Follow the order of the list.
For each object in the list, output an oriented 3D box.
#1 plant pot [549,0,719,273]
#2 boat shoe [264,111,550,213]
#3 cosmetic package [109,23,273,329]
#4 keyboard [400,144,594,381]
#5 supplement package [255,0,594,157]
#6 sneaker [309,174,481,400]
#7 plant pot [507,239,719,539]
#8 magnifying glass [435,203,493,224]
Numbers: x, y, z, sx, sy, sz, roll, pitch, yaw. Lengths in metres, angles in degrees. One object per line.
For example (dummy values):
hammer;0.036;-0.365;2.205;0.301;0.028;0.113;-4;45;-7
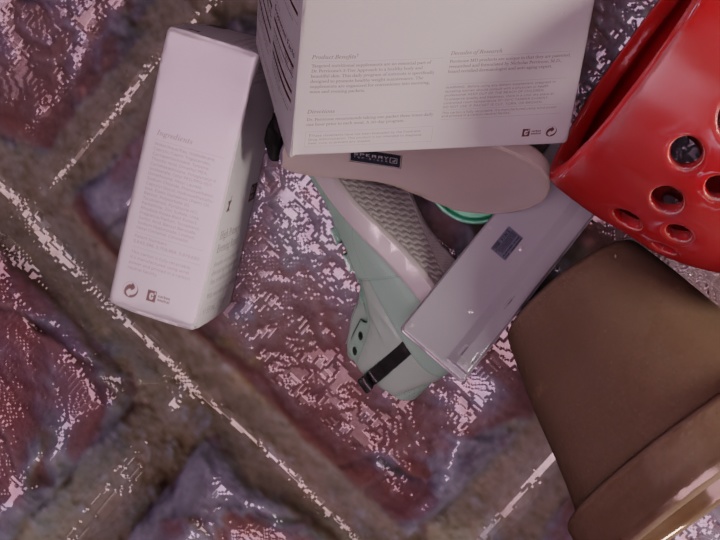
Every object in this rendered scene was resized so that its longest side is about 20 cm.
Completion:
plant pot;0.249;-0.090;1.130;0.182;0.200;0.201;34;103;-1
boat shoe;0.038;-0.105;1.210;0.198;0.093;0.075;13;139;-3
cosmetic package;-0.115;-0.070;1.251;0.073;0.102;0.202;16;103;7
keyboard;0.107;-0.013;1.207;0.056;0.011;0.200;37;68;7
supplement package;0.039;-0.198;1.102;0.189;0.148;0.202;-4;130;-13
sneaker;0.000;0.000;1.255;0.201;0.073;0.118;54;129;15
plant pot;0.192;0.082;1.188;0.200;0.200;0.175;-41;72;14
magnifying glass;0.070;-0.133;1.246;0.079;0.022;0.202;-10;96;12
